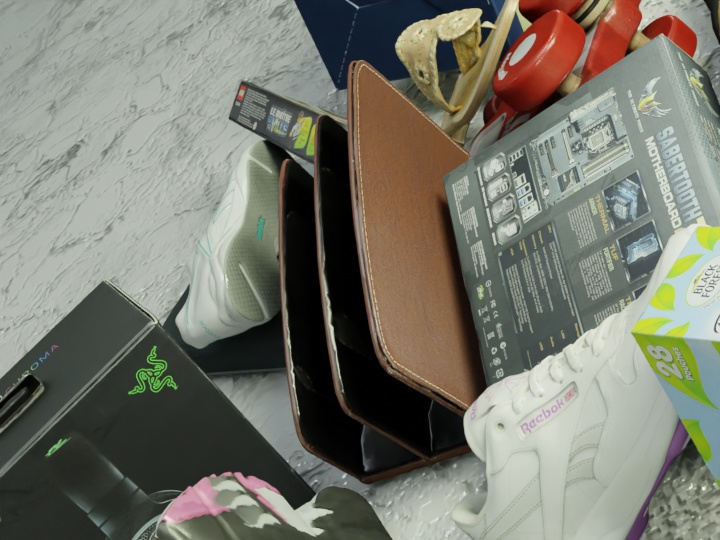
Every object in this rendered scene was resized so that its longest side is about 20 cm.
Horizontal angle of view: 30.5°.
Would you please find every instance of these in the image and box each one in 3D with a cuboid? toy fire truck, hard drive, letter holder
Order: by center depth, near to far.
[{"bbox_3d":[0.000,0.000,0.771,0.100,0.142,0.201,-21,56,26],"label":"letter holder"},{"bbox_3d":[0.128,-0.118,0.903,0.168,0.112,0.201,-37,24,46],"label":"toy fire truck"},{"bbox_3d":[-0.059,0.015,0.983,0.199,0.033,0.140,-7,42,41],"label":"hard drive"}]

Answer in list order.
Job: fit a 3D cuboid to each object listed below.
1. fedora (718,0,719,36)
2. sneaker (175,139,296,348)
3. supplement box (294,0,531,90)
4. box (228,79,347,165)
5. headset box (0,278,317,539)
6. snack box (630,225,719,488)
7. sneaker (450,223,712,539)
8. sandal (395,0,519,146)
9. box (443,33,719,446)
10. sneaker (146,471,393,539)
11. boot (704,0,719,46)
[{"bbox_3d":[0.241,-0.123,0.692,0.081,0.201,0.201,-5,44,37],"label":"fedora"},{"bbox_3d":[-0.091,-0.024,0.970,0.080,0.070,0.201,-32,26,33],"label":"sneaker"},{"bbox_3d":[0.076,-0.264,1.075,0.199,0.135,0.200,-1,34,45],"label":"supplement box"},{"bbox_3d":[-0.018,-0.099,1.006,0.200,0.109,0.035,34,106,62],"label":"box"},{"bbox_3d":[-0.140,0.131,0.750,0.174,0.200,0.093,-44,30,-12],"label":"headset box"},{"bbox_3d":[0.223,0.066,0.480,0.199,0.169,0.068,4,47,50],"label":"snack box"},{"bbox_3d":[0.100,0.063,0.597,0.099,0.201,0.075,28,26,16],"label":"sneaker"},{"bbox_3d":[0.056,-0.141,0.921,0.212,0.069,0.078,105,-175,-74],"label":"sandal"},{"bbox_3d":[0.132,-0.001,0.696,0.157,0.051,0.201,-33,52,31],"label":"box"},{"bbox_3d":[-0.048,0.162,0.659,0.086,0.200,0.080,-47,61,10],"label":"sneaker"},{"bbox_3d":[0.298,-0.185,0.836,0.164,0.066,0.201,-34,27,23],"label":"boot"}]
